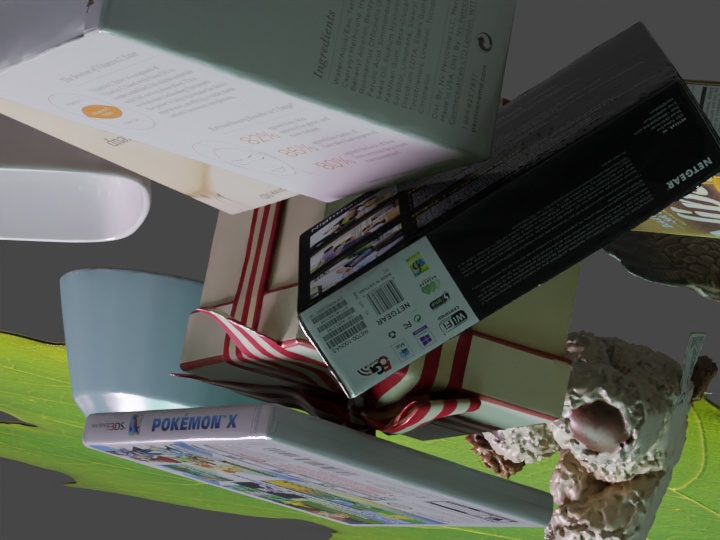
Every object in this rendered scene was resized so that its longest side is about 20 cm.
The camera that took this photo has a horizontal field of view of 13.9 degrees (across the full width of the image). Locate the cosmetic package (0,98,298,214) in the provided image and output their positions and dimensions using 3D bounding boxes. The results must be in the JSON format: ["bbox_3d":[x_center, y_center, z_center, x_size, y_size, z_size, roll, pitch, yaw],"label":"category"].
[{"bbox_3d":[-0.118,-0.103,1.488,0.199,0.074,0.103,24,162,-22],"label":"cosmetic package"}]

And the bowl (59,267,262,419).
[{"bbox_3d":[-0.139,0.076,2.236,0.199,0.106,0.201,10,166,3],"label":"bowl"}]

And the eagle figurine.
[{"bbox_3d":[0.247,0.016,1.667,0.151,0.151,0.200,-33,116,15],"label":"eagle figurine"}]

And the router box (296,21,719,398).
[{"bbox_3d":[0.065,-0.031,1.356,0.051,0.199,0.149,57,-172,-13],"label":"router box"}]

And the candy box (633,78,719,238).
[{"bbox_3d":[0.208,-0.053,1.502,0.199,0.056,0.115,5,166,24],"label":"candy box"}]

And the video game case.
[{"bbox_3d":[-0.024,0.110,1.635,0.199,0.022,0.182,20,165,-35],"label":"video game case"}]

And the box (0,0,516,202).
[{"bbox_3d":[-0.052,-0.116,1.342,0.199,0.107,0.152,18,166,-28],"label":"box"}]

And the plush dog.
[{"bbox_3d":[0.140,0.088,2.053,0.171,0.161,0.201,21,143,22],"label":"plush dog"}]

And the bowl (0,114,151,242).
[{"bbox_3d":[-0.219,-0.070,1.705,0.198,0.075,0.200,3,168,-8],"label":"bowl"}]

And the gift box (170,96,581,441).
[{"bbox_3d":[0.000,0.000,1.614,0.199,0.188,0.184,15,166,-19],"label":"gift box"}]
